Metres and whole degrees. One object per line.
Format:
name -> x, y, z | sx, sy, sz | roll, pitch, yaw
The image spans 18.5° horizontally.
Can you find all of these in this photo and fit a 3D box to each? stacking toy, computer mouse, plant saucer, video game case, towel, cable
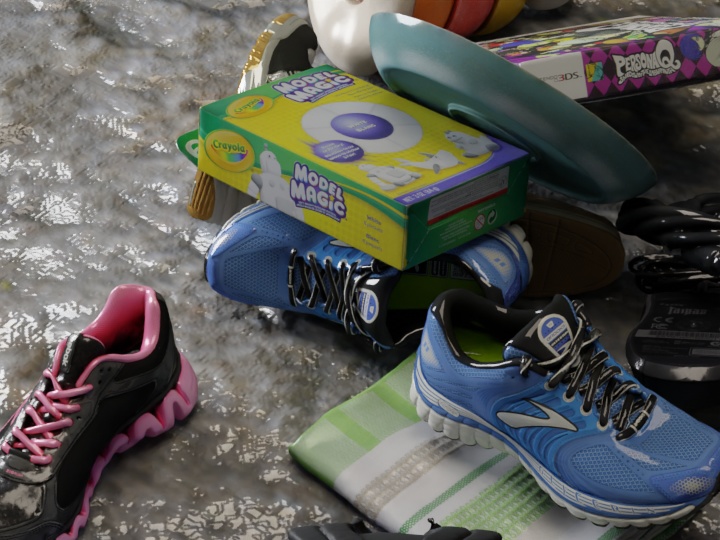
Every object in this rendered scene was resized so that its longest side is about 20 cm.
stacking toy -> 0.073, -0.209, 1.583 | 0.199, 0.147, 0.146 | 0, 36, -29
computer mouse -> 0.227, 0.042, 1.307 | 0.140, 0.046, 0.200 | 1, 20, 7
plant saucer -> 0.086, -0.092, 1.336 | 0.200, 0.200, 0.027 | 27, 84, 28
video game case -> 0.151, -0.139, 1.465 | 0.181, 0.036, 0.200 | -12, 10, -17
towel -> 0.077, 0.111, 1.253 | 0.200, 0.031, 0.149 | 32, 49, 32
cable -> 0.257, -0.023, 1.364 | 0.199, 0.051, 0.163 | -7, 8, -34

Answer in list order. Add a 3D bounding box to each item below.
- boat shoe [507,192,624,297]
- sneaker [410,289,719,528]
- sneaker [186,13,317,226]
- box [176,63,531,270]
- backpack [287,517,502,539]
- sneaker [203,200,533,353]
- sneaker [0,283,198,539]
boat shoe -> 0.069, -0.035, 1.391 | 0.199, 0.074, 0.069 | 9, 42, 7
sneaker -> 0.112, 0.069, 1.203 | 0.199, 0.089, 0.079 | 23, 47, 27
sneaker -> -0.049, -0.090, 1.471 | 0.087, 0.076, 0.200 | 19, 46, 0
box -> -0.008, -0.071, 1.341 | 0.200, 0.049, 0.117 | 24, 34, 36
backpack -> 0.007, 0.204, 1.046 | 0.162, 0.169, 0.200 | 5, 8, 1
sneaker -> 0.000, 0.000, 1.327 | 0.199, 0.079, 0.089 | 1, 24, 12
sneaker -> -0.167, 0.081, 1.241 | 0.079, 0.096, 0.200 | 21, 46, 21
